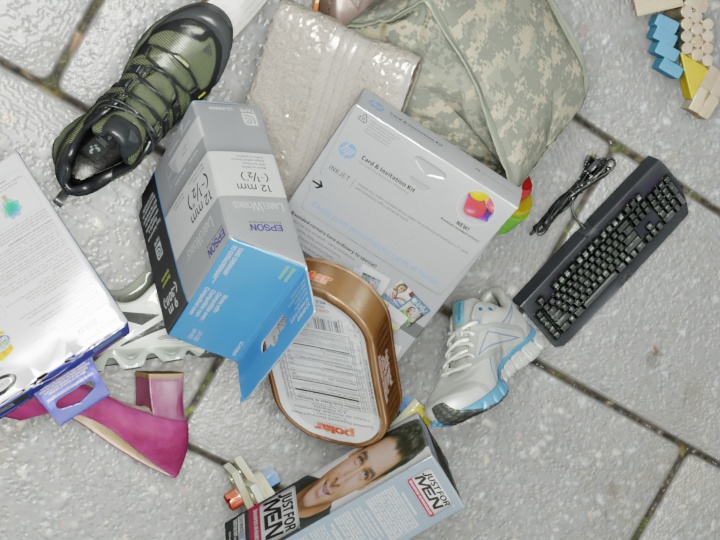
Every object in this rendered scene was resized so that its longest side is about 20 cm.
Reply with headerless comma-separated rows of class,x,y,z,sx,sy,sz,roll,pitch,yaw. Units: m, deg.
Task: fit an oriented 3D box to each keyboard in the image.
keyboard,0.225,-0.032,1.444,0.200,0.021,0.127,-47,113,-6

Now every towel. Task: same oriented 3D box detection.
towel,-0.039,-0.116,1.250,0.133,0.034,0.200,25,121,8

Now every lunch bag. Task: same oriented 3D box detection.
lunch bag,0.104,-0.173,1.286,0.164,0.118,0.200,-50,117,-40

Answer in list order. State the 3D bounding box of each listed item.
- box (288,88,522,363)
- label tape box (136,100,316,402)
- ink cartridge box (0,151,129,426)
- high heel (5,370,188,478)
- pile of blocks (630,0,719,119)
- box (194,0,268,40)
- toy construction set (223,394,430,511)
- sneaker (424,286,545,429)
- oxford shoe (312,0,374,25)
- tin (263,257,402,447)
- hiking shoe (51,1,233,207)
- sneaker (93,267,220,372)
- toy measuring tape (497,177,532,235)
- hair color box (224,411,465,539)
box,0.013,-0.028,1.233,0.156,0.041,0.200,32,120,-6
label tape box,-0.112,-0.014,1.198,0.066,0.200,0.143,3,145,-29
ink cartridge box,-0.277,0.028,1.200,0.136,0.076,0.200,-33,85,-10
high heel,-0.242,0.137,1.283,0.200,0.067,0.096,0,92,-34
pile of blocks,0.290,-0.239,1.404,0.082,0.062,0.200,-11,98,-5
box,-0.087,-0.254,1.266,0.041,0.039,0.200,41,86,-25
toy construction set,-0.022,0.196,1.364,0.200,0.092,0.131,-20,133,-7
sneaker,0.098,0.074,1.357,0.075,0.200,0.087,-22,101,29
oxford shoe,0.003,-0.181,1.298,0.071,0.073,0.200,-10,105,-18
tin,-0.028,0.073,1.254,0.042,0.112,0.200,-58,150,-39
hiking shoe,-0.173,-0.128,1.206,0.076,0.101,0.200,37,107,-22
sneaker,-0.143,0.028,1.290,0.200,0.074,0.089,-9,107,-19
toy measuring tape,0.103,-0.056,1.323,0.200,0.074,0.074,-32,118,-56
hair color box,-0.017,0.209,1.276,0.200,0.099,0.061,-30,107,3
